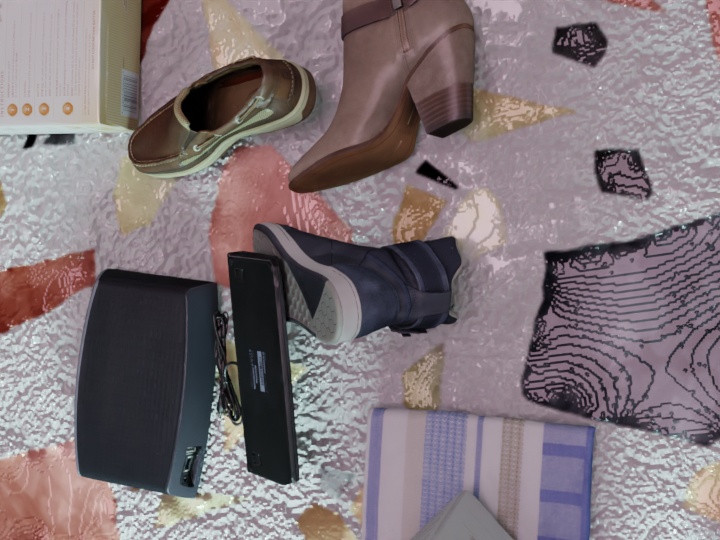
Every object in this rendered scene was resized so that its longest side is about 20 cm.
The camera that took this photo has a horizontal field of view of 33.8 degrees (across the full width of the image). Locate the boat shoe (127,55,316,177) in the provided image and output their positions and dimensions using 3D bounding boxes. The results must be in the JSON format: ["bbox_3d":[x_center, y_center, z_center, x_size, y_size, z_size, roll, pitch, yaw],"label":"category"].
[{"bbox_3d":[-0.139,-0.140,1.034,0.202,0.075,0.075,-22,72,30],"label":"boat shoe"}]

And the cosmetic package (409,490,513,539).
[{"bbox_3d":[0.061,0.308,0.899,0.167,0.200,0.166,45,111,5],"label":"cosmetic package"}]

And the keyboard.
[{"bbox_3d":[-0.093,0.082,1.031,0.127,0.021,0.200,8,104,52],"label":"keyboard"}]

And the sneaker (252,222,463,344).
[{"bbox_3d":[0.000,0.002,1.007,0.202,0.146,0.077,35,131,55],"label":"sneaker"}]

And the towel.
[{"bbox_3d":[0.095,0.193,0.997,0.200,0.024,0.147,2,91,19],"label":"towel"}]

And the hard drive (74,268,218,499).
[{"bbox_3d":[-0.202,0.103,1.090,0.135,0.042,0.200,7,93,22],"label":"hard drive"}]

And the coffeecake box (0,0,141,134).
[{"bbox_3d":[-0.311,-0.208,1.113,0.200,0.073,0.154,2,91,19],"label":"coffeecake box"}]

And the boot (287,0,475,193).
[{"bbox_3d":[0.010,-0.166,1.011,0.200,0.070,0.146,-21,75,21],"label":"boot"}]
